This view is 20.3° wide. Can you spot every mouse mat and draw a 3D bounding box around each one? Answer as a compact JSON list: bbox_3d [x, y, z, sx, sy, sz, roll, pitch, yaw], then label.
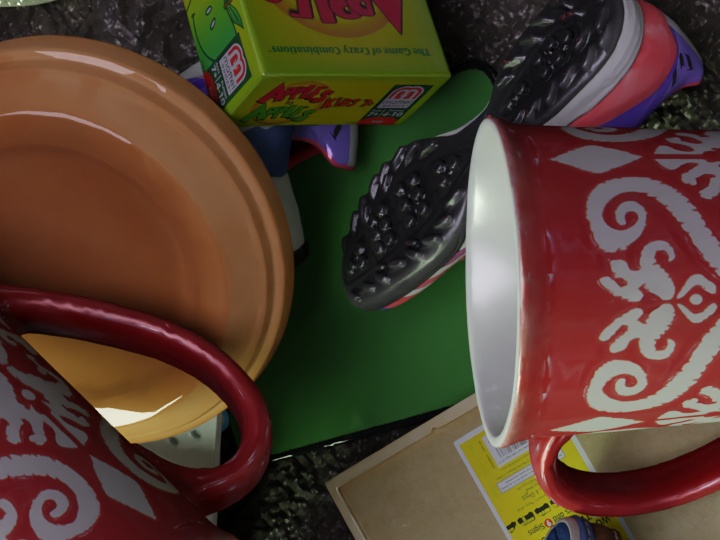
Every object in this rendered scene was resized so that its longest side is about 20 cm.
[{"bbox_3d":[0.000,0.000,0.998,0.199,0.008,0.162,-17,86,27],"label":"mouse mat"}]

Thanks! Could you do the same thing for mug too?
[{"bbox_3d":[-0.149,0.083,0.839,0.200,0.177,0.134,44,126,18],"label":"mug"},{"bbox_3d":[0.148,0.011,0.841,0.198,0.178,0.134,-2,63,-5],"label":"mug"}]

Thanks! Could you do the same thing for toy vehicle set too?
[{"bbox_3d":[0.092,0.107,0.946,0.199,0.026,0.125,-32,83,25],"label":"toy vehicle set"}]

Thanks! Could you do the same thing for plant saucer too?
[{"bbox_3d":[-0.129,-0.004,0.900,0.198,0.038,0.202,6,119,12],"label":"plant saucer"}]

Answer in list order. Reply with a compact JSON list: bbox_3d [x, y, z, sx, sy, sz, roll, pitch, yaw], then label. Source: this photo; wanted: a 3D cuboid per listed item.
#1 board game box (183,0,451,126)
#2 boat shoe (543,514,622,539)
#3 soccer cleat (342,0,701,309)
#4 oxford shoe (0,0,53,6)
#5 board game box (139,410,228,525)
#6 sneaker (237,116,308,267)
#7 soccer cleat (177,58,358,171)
[{"bbox_3d":[-0.038,-0.165,0.922,0.048,0.101,0.201,-41,60,49],"label":"board game box"},{"bbox_3d":[0.114,0.197,0.913,0.072,0.072,0.201,-2,119,-1],"label":"boat shoe"},{"bbox_3d":[0.070,-0.045,0.918,0.200,0.073,0.068,-46,42,27],"label":"soccer cleat"},{"bbox_3d":[-0.206,-0.172,1.056,0.199,0.075,0.058,-10,54,25],"label":"oxford shoe"},{"bbox_3d":[-0.153,0.106,1.034,0.199,0.026,0.201,19,123,23],"label":"board game box"},{"bbox_3d":[-0.108,-0.004,0.954,0.198,0.081,0.116,-13,106,21],"label":"sneaker"},{"bbox_3d":[-0.091,-0.061,1.001,0.199,0.068,0.074,-16,79,24],"label":"soccer cleat"}]
